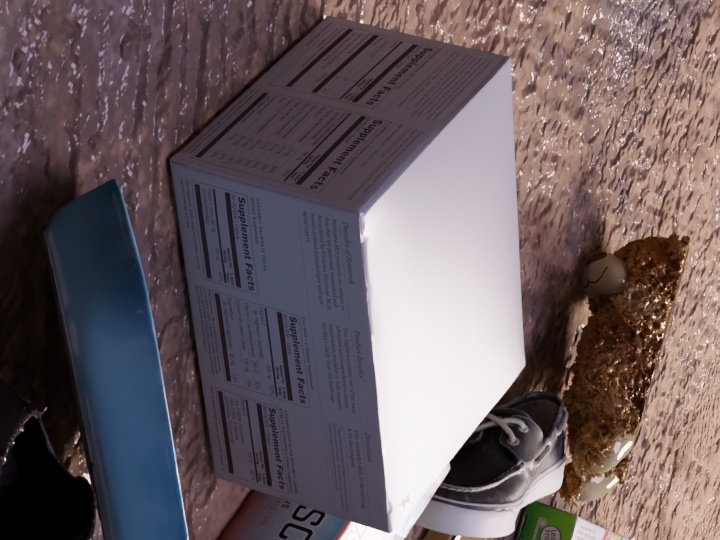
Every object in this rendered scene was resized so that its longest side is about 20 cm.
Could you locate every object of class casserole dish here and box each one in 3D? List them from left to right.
[{"bbox_3d":[-0.108,0.054,1.080,0.121,0.039,0.201,-113,-165,-52],"label":"casserole dish"}]

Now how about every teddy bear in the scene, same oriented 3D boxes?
[{"bbox_3d":[0.167,0.062,1.630,0.145,0.067,0.201,77,29,-77],"label":"teddy bear"}]

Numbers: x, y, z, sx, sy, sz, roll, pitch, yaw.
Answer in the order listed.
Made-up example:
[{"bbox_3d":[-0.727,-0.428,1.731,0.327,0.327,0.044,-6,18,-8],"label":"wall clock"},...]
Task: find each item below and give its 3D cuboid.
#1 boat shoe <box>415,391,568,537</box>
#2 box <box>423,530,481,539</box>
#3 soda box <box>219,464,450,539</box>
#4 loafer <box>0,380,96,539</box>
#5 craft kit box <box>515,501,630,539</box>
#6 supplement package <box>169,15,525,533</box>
[{"bbox_3d":[0.080,0.116,1.513,0.200,0.070,0.064,-23,125,-67],"label":"boat shoe"},{"bbox_3d":[0.030,0.271,1.543,0.200,0.021,0.164,-55,148,-35],"label":"box"},{"bbox_3d":[-0.026,0.148,1.322,0.200,0.063,0.069,-54,147,-35],"label":"soda box"},{"bbox_3d":[-0.149,0.119,1.054,0.073,0.071,0.200,-58,149,-30],"label":"loafer"},{"bbox_3d":[0.140,0.277,1.741,0.200,0.048,0.198,28,81,-63],"label":"craft kit box"},{"bbox_3d":[0.000,0.000,1.240,0.156,0.111,0.201,-47,143,-43],"label":"supplement package"}]
